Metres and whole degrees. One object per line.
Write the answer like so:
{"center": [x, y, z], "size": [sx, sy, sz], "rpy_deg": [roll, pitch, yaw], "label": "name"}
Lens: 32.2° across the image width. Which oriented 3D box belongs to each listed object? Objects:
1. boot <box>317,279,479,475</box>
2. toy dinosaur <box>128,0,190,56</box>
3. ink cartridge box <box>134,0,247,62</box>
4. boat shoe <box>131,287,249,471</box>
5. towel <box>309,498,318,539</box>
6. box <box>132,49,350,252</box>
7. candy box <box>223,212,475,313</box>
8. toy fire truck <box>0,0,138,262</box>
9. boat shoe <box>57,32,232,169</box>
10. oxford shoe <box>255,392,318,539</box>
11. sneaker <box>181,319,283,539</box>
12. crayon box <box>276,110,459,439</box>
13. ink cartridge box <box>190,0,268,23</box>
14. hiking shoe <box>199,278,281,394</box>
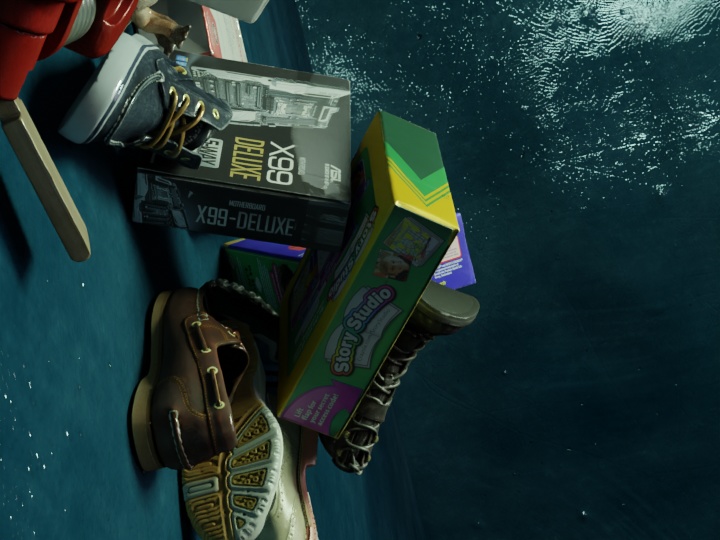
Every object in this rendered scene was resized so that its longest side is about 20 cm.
{"center": [0.023, 0.087, 1.032], "size": [0.200, 0.069, 0.174], "rpy_deg": [-153, -96, -76], "label": "boot"}
{"center": [-0.175, -0.224, 0.892], "size": [0.086, 0.135, 0.200], "rpy_deg": [-65, -163, -6], "label": "toy dinosaur"}
{"center": [-0.157, -0.229, 1.163], "size": [0.200, 0.067, 0.117], "rpy_deg": [19, 59, -83], "label": "ink cartridge box"}
{"center": [-0.111, 0.071, 0.874], "size": [0.200, 0.070, 0.070], "rpy_deg": [-98, 173, -60], "label": "boat shoe"}
{"center": [-0.058, 0.296, 1.180], "size": [0.191, 0.032, 0.200], "rpy_deg": [63, 15, -71], "label": "towel"}
{"center": [-0.088, -0.098, 0.986], "size": [0.200, 0.158, 0.050], "rpy_deg": [-90, -170, -55], "label": "box"}
{"center": [-0.015, -0.007, 1.214], "size": [0.200, 0.169, 0.077], "rpy_deg": [7, -69, 62], "label": "candy box"}
{"center": [-0.158, -0.127, 0.665], "size": [0.200, 0.129, 0.176], "rpy_deg": [-63, -174, 16], "label": "toy fire truck"}
{"center": [-0.133, -0.106, 0.824], "size": [0.091, 0.071, 0.200], "rpy_deg": [35, 13, -11], "label": "boat shoe"}
{"center": [-0.084, 0.195, 1.043], "size": [0.074, 0.071, 0.200], "rpy_deg": [28, 46, -35], "label": "oxford shoe"}
{"center": [-0.089, 0.133, 0.942], "size": [0.088, 0.076, 0.200], "rpy_deg": [76, 5, -45], "label": "sneaker"}
{"center": [0.000, 0.000, 0.975], "size": [0.173, 0.058, 0.200], "rpy_deg": [-97, -149, -60], "label": "crayon box"}
{"center": [-0.141, -0.318, 1.028], "size": [0.083, 0.145, 0.200], "rpy_deg": [-51, -144, 39], "label": "ink cartridge box"}
{"center": [-0.089, 0.083, 1.099], "size": [0.200, 0.087, 0.074], "rpy_deg": [41, 6, -44], "label": "hiking shoe"}
